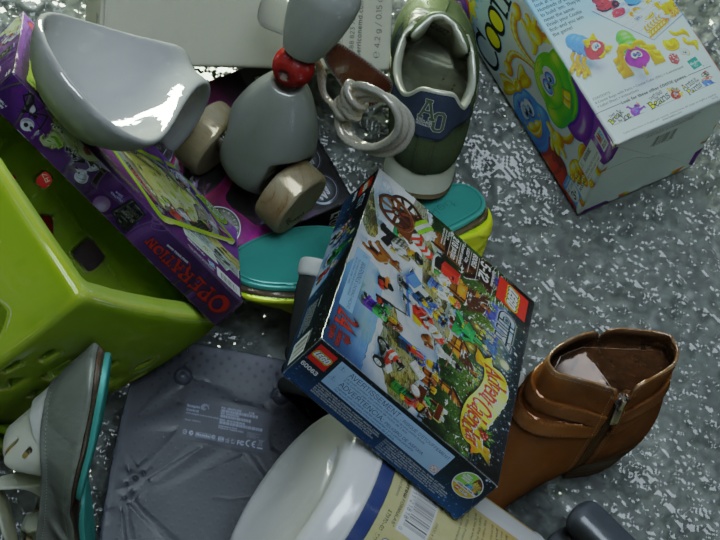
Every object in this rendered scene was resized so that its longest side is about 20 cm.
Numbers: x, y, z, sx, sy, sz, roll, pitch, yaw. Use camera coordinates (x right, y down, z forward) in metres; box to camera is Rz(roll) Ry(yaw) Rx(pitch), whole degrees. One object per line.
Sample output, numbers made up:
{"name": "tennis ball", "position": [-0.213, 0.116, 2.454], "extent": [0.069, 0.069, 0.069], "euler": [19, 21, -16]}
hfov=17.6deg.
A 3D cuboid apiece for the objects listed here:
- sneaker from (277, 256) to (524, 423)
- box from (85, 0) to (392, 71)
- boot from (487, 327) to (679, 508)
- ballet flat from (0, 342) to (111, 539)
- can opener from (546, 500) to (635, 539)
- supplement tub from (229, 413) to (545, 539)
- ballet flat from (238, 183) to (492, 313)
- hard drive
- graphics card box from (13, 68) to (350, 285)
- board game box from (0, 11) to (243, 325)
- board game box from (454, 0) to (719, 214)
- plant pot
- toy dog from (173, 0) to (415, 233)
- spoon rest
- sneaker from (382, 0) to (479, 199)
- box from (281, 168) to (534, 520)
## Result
{"name": "sneaker", "position": [0.021, 0.070, 1.498], "extent": [0.199, 0.070, 0.100], "euler": [26, 80, -40]}
{"name": "box", "position": [-0.083, -0.202, 1.585], "extent": [0.198, 0.128, 0.110], "euler": [1, 106, -12]}
{"name": "boot", "position": [0.101, 0.097, 1.472], "extent": [0.199, 0.155, 0.074], "euler": [-19, 69, -20]}
{"name": "ballet flat", "position": [-0.185, 0.121, 1.380], "extent": [0.063, 0.201, 0.068], "euler": [8, 42, -2]}
{"name": "can opener", "position": [0.209, 0.226, 1.499], "extent": [0.200, 0.053, 0.067], "euler": [44, 31, 12]}
{"name": "supplement tub", "position": [0.032, 0.192, 1.394], "extent": [0.199, 0.144, 0.145], "euler": [37, 60, -16]}
{"name": "ballet flat", "position": [0.000, 0.000, 1.551], "extent": [0.199, 0.067, 0.067], "euler": [-18, 49, -23]}
{"name": "hard drive", "position": [-0.094, 0.146, 1.472], "extent": [0.134, 0.042, 0.201], "euler": [11, 62, -6]}
{"name": "graphics card box", "position": [-0.119, -0.051, 1.564], "extent": [0.199, 0.051, 0.126], "euler": [-21, 69, -22]}
{"name": "board game box", "position": [-0.149, -0.063, 1.430], "extent": [0.200, 0.032, 0.120], "euler": [46, 17, -20]}
{"name": "board game box", "position": [0.157, -0.161, 1.646], "extent": [0.104, 0.103, 0.201], "euler": [-22, 70, -21]}
{"name": "plant pot", "position": [-0.236, 0.003, 1.415], "extent": [0.181, 0.200, 0.200], "euler": [-39, 73, 12]}
{"name": "toy dog", "position": [-0.034, -0.116, 1.495], "extent": [0.132, 0.200, 0.096], "euler": [53, 43, -4]}
{"name": "spoon rest", "position": [-0.139, -0.111, 1.405], "extent": [0.061, 0.200, 0.100], "euler": [-40, 80, 11]}
{"name": "sneaker", "position": [0.054, -0.145, 1.594], "extent": [0.067, 0.090, 0.201], "euler": [10, 43, -2]}
{"name": "box", "position": [0.034, 0.039, 1.394], "extent": [0.136, 0.038, 0.200], "euler": [39, 30, -13]}
